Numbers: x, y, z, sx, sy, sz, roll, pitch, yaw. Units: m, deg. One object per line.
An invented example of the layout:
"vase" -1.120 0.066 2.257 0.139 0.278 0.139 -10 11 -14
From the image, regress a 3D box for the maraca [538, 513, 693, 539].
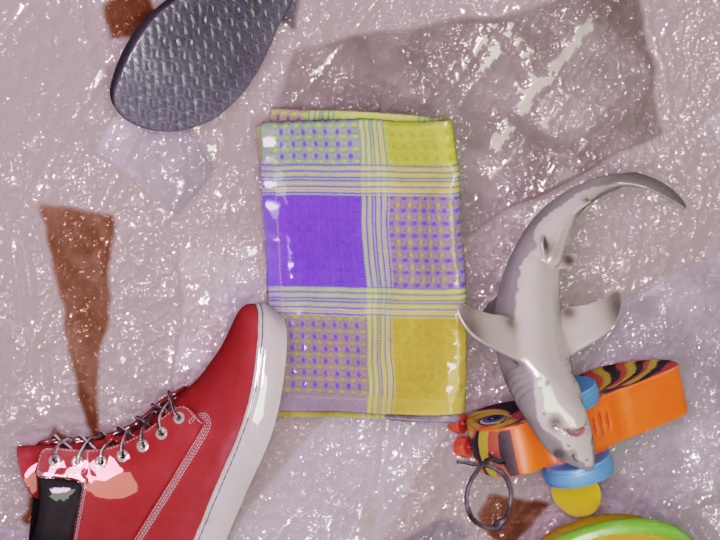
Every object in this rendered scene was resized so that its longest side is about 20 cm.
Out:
"maraca" 0.140 0.233 1.471 0.199 0.107 0.137 -28 120 10

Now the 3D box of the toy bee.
"toy bee" 0.113 0.098 1.453 0.199 0.108 0.132 3 92 -38

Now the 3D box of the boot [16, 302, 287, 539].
"boot" -0.136 0.100 1.397 0.144 0.072 0.201 19 104 -13

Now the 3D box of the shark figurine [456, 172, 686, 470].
"shark figurine" 0.114 0.008 1.404 0.128 0.089 0.215 27 67 -18

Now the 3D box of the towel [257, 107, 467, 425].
"towel" 0.000 0.000 1.398 0.143 0.023 0.201 4 101 25

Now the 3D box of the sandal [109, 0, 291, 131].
"sandal" -0.083 -0.167 1.387 0.076 0.043 0.200 42 79 -23
